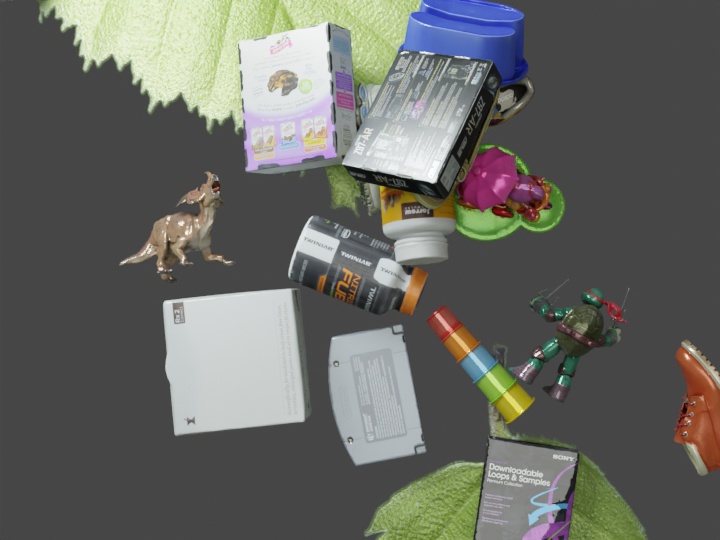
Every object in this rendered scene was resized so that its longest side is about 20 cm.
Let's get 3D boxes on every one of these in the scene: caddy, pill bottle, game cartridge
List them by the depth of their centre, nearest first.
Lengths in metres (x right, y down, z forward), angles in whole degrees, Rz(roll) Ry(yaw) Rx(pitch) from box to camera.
[{"bbox_3d":[0.082,-0.113,1.646,0.108,0.109,0.202,-5,83,3],"label":"pill bottle"},{"bbox_3d":[0.154,-0.331,1.677,0.198,0.142,0.106,14,126,14],"label":"caddy"},{"bbox_3d":[0.000,0.000,1.702,0.198,0.106,0.107,21,90,4],"label":"pill bottle"},{"bbox_3d":[0.020,0.192,1.732,0.132,0.040,0.202,-10,88,-1],"label":"game cartridge"}]

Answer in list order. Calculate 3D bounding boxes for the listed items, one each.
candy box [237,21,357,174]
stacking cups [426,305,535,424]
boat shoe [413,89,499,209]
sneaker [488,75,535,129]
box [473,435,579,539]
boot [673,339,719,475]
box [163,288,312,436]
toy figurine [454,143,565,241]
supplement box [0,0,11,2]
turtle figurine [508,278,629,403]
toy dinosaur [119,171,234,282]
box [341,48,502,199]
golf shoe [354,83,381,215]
[{"bbox_3d":[-0.094,-0.256,1.698,0.166,0.071,0.202,-5,88,31],"label":"candy box"},{"bbox_3d":[0.180,0.137,1.711,0.060,0.061,0.200,-40,87,2],"label":"stacking cups"},{"bbox_3d":[0.136,-0.179,1.583,0.073,0.063,0.202,36,70,-13],"label":"boat shoe"},{"bbox_3d":[0.169,-0.238,1.700,0.199,0.090,0.075,-32,97,1],"label":"sneaker"},{"bbox_3d":[0.249,0.361,1.715,0.141,0.036,0.202,8,88,3],"label":"box"},{"bbox_3d":[0.505,0.207,1.687,0.107,0.075,0.201,-27,88,7],"label":"boot"},{"bbox_3d":[-0.182,0.135,1.697,0.198,0.131,0.201,-6,89,3],"label":"box"},{"bbox_3d":[0.214,-0.115,1.653,0.198,0.184,0.152,16,90,3],"label":"toy figurine"},{"bbox_3d":[-0.596,-0.472,1.749,0.198,0.101,0.104,-8,89,4],"label":"supplement box"},{"bbox_3d":[0.315,0.090,1.688,0.149,0.101,0.201,31,94,3],"label":"turtle figurine"},{"bbox_3d":[-0.276,-0.063,1.736,0.198,0.086,0.137,-17,77,19],"label":"toy dinosaur"},{"bbox_3d":[0.085,-0.206,1.562,0.159,0.044,0.201,14,70,34],"label":"box"},{"bbox_3d":[0.037,-0.186,1.722,0.096,0.078,0.202,-3,91,-5],"label":"golf shoe"}]
